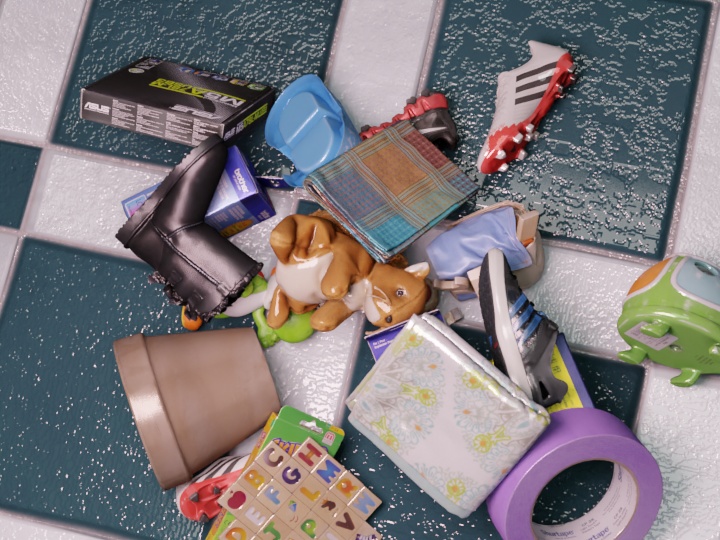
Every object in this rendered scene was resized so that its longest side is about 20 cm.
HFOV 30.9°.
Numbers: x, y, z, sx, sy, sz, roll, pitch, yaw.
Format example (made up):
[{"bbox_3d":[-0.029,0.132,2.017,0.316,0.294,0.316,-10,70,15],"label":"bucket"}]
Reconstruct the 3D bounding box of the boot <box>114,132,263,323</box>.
[{"bbox_3d":[-0.188,-0.046,1.596,0.162,0.073,0.198,43,99,2],"label":"boot"}]

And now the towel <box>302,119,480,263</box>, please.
[{"bbox_3d":[0.041,-0.104,1.602,0.147,0.022,0.200,44,50,12],"label":"towel"}]

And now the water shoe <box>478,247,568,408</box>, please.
[{"bbox_3d":[0.193,0.069,1.547,0.079,0.072,0.200,-7,76,-10],"label":"water shoe"}]

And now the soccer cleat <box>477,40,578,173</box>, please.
[{"bbox_3d":[0.203,-0.214,1.703,0.085,0.069,0.200,34,81,22],"label":"soccer cleat"}]

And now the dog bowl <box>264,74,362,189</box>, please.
[{"bbox_3d":[-0.058,-0.173,1.697,0.111,0.050,0.200,-46,38,16],"label":"dog bowl"}]

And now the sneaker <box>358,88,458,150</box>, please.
[{"bbox_3d":[0.043,-0.152,1.714,0.200,0.071,0.098,-31,73,0],"label":"sneaker"}]

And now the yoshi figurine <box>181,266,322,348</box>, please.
[{"bbox_3d":[-0.137,0.047,1.688,0.200,0.112,0.112,0,94,6],"label":"yoshi figurine"}]

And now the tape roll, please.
[{"bbox_3d":[0.252,0.264,1.537,0.200,0.066,0.200,-7,115,-14],"label":"tape roll"}]

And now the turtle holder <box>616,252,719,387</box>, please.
[{"bbox_3d":[0.412,0.057,1.582,0.185,0.141,0.132,12,63,20],"label":"turtle holder"}]

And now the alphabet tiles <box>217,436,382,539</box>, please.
[{"bbox_3d":[-0.073,0.308,1.611,0.200,0.006,0.166,44,87,-19],"label":"alphabet tiles"}]

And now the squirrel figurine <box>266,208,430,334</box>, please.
[{"bbox_3d":[0.000,0.000,1.606,0.186,0.200,0.142,13,118,13],"label":"squirrel figurine"}]

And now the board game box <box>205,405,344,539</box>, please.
[{"bbox_3d":[-0.104,0.268,1.614,0.095,0.030,0.200,27,94,-24],"label":"board game box"}]

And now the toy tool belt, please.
[{"bbox_3d":[0.137,-0.014,1.643,0.200,0.123,0.125,-26,71,3],"label":"toy tool belt"}]

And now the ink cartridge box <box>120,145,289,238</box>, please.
[{"bbox_3d":[-0.195,-0.089,1.703,0.200,0.136,0.076,-27,78,2],"label":"ink cartridge box"}]

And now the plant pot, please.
[{"bbox_3d":[-0.197,0.153,1.631,0.173,0.200,0.200,-19,76,-6],"label":"plant pot"}]

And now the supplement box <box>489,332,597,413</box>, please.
[{"bbox_3d":[0.178,0.169,1.607,0.200,0.110,0.109,-22,76,3],"label":"supplement box"}]

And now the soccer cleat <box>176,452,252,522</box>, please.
[{"bbox_3d":[-0.142,0.258,1.659,0.200,0.085,0.069,-22,109,-15],"label":"soccer cleat"}]

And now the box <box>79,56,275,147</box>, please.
[{"bbox_3d":[-0.237,-0.222,1.716,0.200,0.193,0.048,16,113,12],"label":"box"}]

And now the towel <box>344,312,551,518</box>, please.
[{"bbox_3d":[0.094,0.166,1.497,0.200,0.048,0.171,40,121,9],"label":"towel"}]

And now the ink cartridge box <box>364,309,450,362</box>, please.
[{"bbox_3d":[0.065,0.089,1.594,0.095,0.200,0.037,-21,77,4],"label":"ink cartridge box"}]
